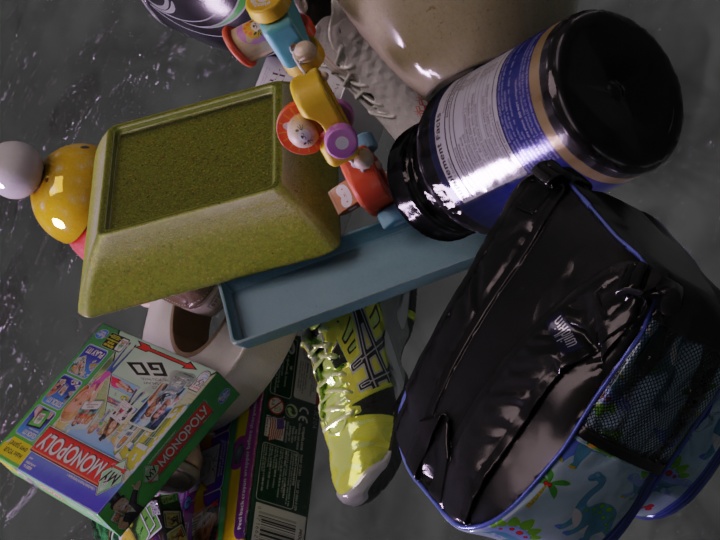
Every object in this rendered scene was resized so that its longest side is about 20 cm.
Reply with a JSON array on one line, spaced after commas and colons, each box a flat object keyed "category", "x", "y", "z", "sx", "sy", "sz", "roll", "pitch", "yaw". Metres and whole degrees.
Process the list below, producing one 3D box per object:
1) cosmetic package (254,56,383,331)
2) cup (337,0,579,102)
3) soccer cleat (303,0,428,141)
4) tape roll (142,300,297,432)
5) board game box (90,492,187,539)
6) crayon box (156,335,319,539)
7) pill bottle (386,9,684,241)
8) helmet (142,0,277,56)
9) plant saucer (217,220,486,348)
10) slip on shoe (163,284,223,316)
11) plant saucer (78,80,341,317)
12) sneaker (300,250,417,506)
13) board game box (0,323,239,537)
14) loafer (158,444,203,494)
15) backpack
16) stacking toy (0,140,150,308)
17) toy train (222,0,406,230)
[{"category": "cosmetic package", "x": -0.059, "y": -0.065, "z": 1.873, "sx": 0.151, "sy": 0.052, "sz": 0.200, "roll": 20, "pitch": 90, "yaw": 58}, {"category": "cup", "x": 0.074, "y": -0.199, "z": 1.621, "sx": 0.200, "sy": 0.200, "sz": 0.144, "roll": -29, "pitch": 72, "yaw": 49}, {"category": "soccer cleat", "x": -0.003, "y": -0.161, "z": 1.722, "sx": 0.069, "sy": 0.085, "sz": 0.200, "roll": -22, "pitch": 95, "yaw": 53}, {"category": "tape roll", "x": -0.102, "y": 0.023, "z": 1.792, "sx": 0.203, "sy": 0.037, "sz": 0.203, "roll": -40, "pitch": 37, "yaw": 40}, {"category": "board game box", "x": -0.149, "y": 0.268, "z": 1.747, "sx": 0.105, "sy": 0.023, "sz": 0.201, "roll": -15, "pitch": 87, "yaw": 54}, {"category": "crayon box", "x": -0.103, "y": 0.163, "z": 1.793, "sx": 0.172, "sy": 0.058, "sz": 0.200, "roll": -28, "pitch": 49, "yaw": 52}, {"category": "pill bottle", "x": 0.108, "y": -0.088, "z": 1.543, "sx": 0.200, "sy": 0.112, "sz": 0.112, "roll": -26, "pitch": 51, "yaw": 51}, {"category": "helmet", "x": -0.075, "y": -0.272, "z": 1.885, "sx": 0.190, "sy": 0.200, "sz": 0.200, "roll": 1, "pitch": 71, "yaw": 34}, {"category": "plant saucer", "x": 0.000, "y": 0.000, "z": 1.648, "sx": 0.200, "sy": 0.019, "sz": 0.070, "roll": -21, "pitch": 43, "yaw": 3}, {"category": "slip on shoe", "x": -0.158, "y": -0.016, "z": 1.812, "sx": 0.076, "sy": 0.060, "sz": 0.200, "roll": -64, "pitch": 28, "yaw": 6}, {"category": "plant saucer", "x": -0.117, "y": -0.066, "z": 1.731, "sx": 0.200, "sy": 0.048, "sz": 0.200, "roll": -15, "pitch": 37, "yaw": 10}, {"category": "sneaker", "x": -0.010, "y": 0.074, "z": 1.673, "sx": 0.075, "sy": 0.076, "sz": 0.200, "roll": -37, "pitch": 42, "yaw": 44}, {"category": "board game box", "x": -0.184, "y": 0.115, "z": 1.742, "sx": 0.135, "sy": 0.029, "sz": 0.200, "roll": -50, "pitch": 29, "yaw": -14}, {"category": "loafer", "x": -0.176, "y": 0.136, "z": 1.810, "sx": 0.200, "sy": 0.072, "sz": 0.063, "roll": -19, "pitch": 48, "yaw": 59}, {"category": "backpack", "x": 0.129, "y": 0.070, "z": 1.371, "sx": 0.200, "sy": 0.147, "sz": 0.183, "roll": -56, "pitch": 31, "yaw": 13}, {"category": "stacking toy", "x": -0.229, "y": -0.062, "z": 2.000, "sx": 0.146, "sy": 0.200, "sz": 0.146, "roll": -36, "pitch": 44, "yaw": 44}, {"category": "toy train", "x": -0.036, "y": -0.116, "z": 1.623, "sx": 0.056, "sy": 0.150, "sz": 0.200, "roll": -27, "pitch": 83, "yaw": 7}]
